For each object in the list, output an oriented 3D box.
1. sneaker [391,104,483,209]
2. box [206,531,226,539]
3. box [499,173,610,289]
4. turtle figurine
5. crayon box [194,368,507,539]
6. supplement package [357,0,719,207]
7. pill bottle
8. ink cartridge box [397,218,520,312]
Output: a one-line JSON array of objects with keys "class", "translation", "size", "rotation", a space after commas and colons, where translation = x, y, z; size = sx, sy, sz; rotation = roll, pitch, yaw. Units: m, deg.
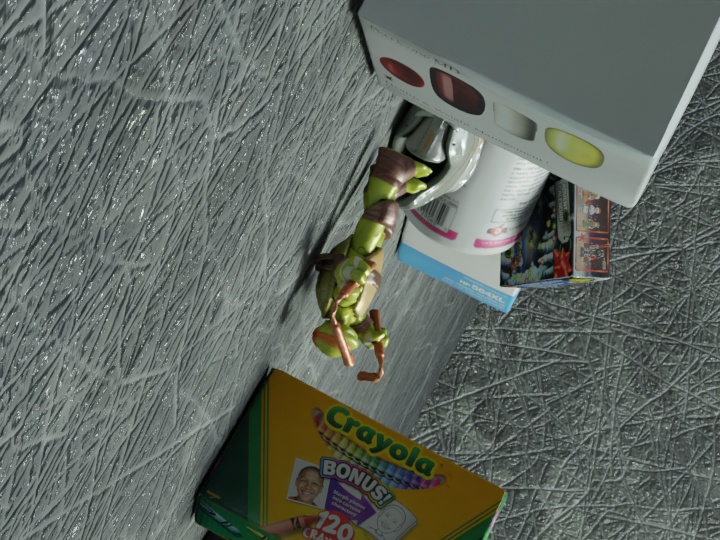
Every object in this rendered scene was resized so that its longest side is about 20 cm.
[{"class": "sneaker", "translation": [0.073, -0.125, 1.515], "size": [0.092, 0.075, 0.201], "rotation": [-46, 161, -55]}, {"class": "box", "translation": [-0.061, 0.295, 1.605], "size": [0.201, 0.181, 0.104], "rotation": [-59, 172, -36]}, {"class": "box", "translation": [0.167, -0.088, 1.717], "size": [0.137, 0.040, 0.202], "rotation": [169, -76, -67]}, {"class": "turtle figurine", "translation": [0.000, 0.000, 1.449], "size": [0.200, 0.064, 0.162], "rotation": [64, 45, -71]}, {"class": "crayon box", "translation": [-0.007, 0.173, 1.467], "size": [0.119, 0.199, 0.058], "rotation": [-60, 174, -29]}, {"class": "supplement package", "translation": [0.117, -0.154, 1.199], "size": [0.148, 0.190, 0.200], "rotation": [-63, 173, -4]}, {"class": "pill bottle", "translation": [0.113, -0.121, 1.651], "size": [0.114, 0.113, 0.201], "rotation": [-55, 170, -52]}, {"class": "ink cartridge box", "translation": [0.126, -0.076, 1.880], "size": [0.129, 0.125, 0.200], "rotation": [-60, 173, -25]}]
